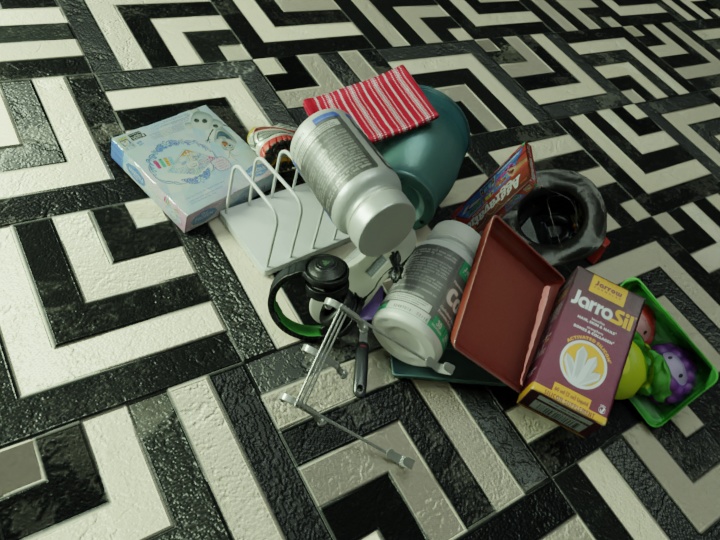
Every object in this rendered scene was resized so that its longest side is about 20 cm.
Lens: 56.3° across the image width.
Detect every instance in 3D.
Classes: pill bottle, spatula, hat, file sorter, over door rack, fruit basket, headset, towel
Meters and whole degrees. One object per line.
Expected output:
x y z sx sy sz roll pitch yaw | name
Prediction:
-0.011 -0.124 0.952 0.111 0.115 0.202 -13 53 -30 | pill bottle
0.003 0.098 1.000 0.055 0.021 0.203 9 48 -5 | spatula
0.327 -0.082 1.185 0.194 0.081 0.206 -1 69 2 | hat
-0.102 -0.112 1.079 0.197 0.126 0.139 -24 60 -35 | file sorter
0.006 0.150 0.890 0.197 0.067 0.151 29 76 -10 | over door rack
0.430 0.132 1.050 0.213 0.156 0.218 31 28 -19 | fruit basket
0.107 0.029 0.990 0.111 0.114 0.202 29 59 7 | pill bottle
-0.035 0.025 0.950 0.195 0.125 0.095 -15 35 14 | headset
0.014 -0.266 1.114 0.195 0.023 0.147 -21 55 -8 | towel

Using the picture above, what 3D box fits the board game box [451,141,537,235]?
0.225 -0.120 1.161 0.019 0.200 0.105 25 42 -21 | board game box

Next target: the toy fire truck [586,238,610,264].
0.361 -0.082 1.284 0.139 0.049 0.200 -24 61 -37 | toy fire truck

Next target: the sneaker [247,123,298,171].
-0.116 -0.227 1.187 0.082 0.079 0.198 40 26 26 | sneaker

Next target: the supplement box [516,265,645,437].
0.313 0.114 0.957 0.108 0.086 0.203 25 68 8 | supplement box

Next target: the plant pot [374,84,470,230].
0.081 -0.182 1.171 0.195 0.202 0.191 20 50 -2 | plant pot

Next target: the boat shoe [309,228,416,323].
0.000 0.000 1.022 0.072 0.069 0.201 41 89 -10 | boat shoe

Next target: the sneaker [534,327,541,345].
0.292 0.074 1.103 0.079 0.077 0.204 6 55 -21 | sneaker

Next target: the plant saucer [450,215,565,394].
0.211 0.057 0.981 0.198 0.036 0.204 33 68 -34 | plant saucer

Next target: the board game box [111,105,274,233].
-0.275 -0.177 1.126 0.198 0.044 0.199 42 48 17 | board game box

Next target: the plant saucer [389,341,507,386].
0.135 0.140 1.017 0.194 0.019 0.071 8 47 -16 | plant saucer
